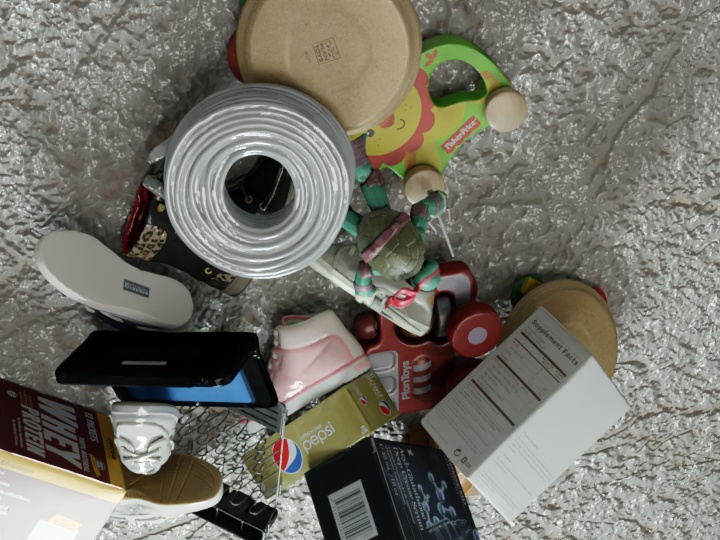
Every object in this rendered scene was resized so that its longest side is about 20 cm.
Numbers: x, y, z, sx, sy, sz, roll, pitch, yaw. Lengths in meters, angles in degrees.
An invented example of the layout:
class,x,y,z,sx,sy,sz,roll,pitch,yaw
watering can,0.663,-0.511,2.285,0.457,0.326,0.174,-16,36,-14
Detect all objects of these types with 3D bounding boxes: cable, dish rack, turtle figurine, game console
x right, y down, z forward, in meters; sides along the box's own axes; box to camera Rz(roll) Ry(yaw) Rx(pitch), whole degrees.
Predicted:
class,x,y,z,sx,sy,sz,roll,pitch,yaw
cable,-0.104,-0.091,1.525,0.200,0.069,0.200,42,108,-15
dish rack,-0.158,0.211,1.769,0.055,0.152,0.202,-41,146,-51
turtle figurine,0.033,-0.039,1.597,0.149,0.101,0.200,-42,89,0
game console,-0.207,0.130,1.628,0.197,0.176,0.118,-1,109,13

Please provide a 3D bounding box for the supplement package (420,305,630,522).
class,x,y,z,sx,sy,sz,roll,pitch,yaw
supplement package,0.192,0.167,1.734,0.200,0.117,0.117,-43,131,-1

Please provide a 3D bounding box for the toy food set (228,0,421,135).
class,x,y,z,sx,sy,sz,roll,pitch,yaw
toy food set,-0.036,-0.234,1.533,0.197,0.049,0.201,-32,111,14

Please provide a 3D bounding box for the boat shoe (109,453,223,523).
class,x,y,z,sx,sy,sz,roll,pitch,yaw
boat shoe,-0.243,0.268,1.782,0.197,0.071,0.070,-4,136,26

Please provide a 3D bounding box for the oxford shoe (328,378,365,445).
class,x,y,z,sx,sy,sz,roll,pitch,yaw
oxford shoe,-0.022,0.193,1.857,0.074,0.058,0.203,2,109,-27

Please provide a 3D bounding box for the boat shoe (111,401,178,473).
class,x,y,z,sx,sy,sz,roll,pitch,yaw
boat shoe,-0.239,0.191,1.664,0.070,0.070,0.200,4,164,1

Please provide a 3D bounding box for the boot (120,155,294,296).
class,x,y,z,sx,sy,sz,roll,pitch,yaw
boot,-0.161,-0.071,1.617,0.149,0.074,0.201,15,122,-28

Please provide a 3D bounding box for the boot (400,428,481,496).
class,x,y,z,sx,sy,sz,roll,pitch,yaw
boot,0.131,0.211,1.914,0.153,0.074,0.202,8,117,-19

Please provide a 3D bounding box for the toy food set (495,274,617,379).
class,x,y,z,sx,sy,sz,roll,pitch,yaw
toy food set,0.245,0.105,1.857,0.199,0.048,0.200,26,86,-31

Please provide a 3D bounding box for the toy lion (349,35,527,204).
class,x,y,z,sx,sy,sz,roll,pitch,yaw
toy lion,0.054,-0.180,1.630,0.200,0.069,0.191,-42,119,12

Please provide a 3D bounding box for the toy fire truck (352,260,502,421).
class,x,y,z,sx,sy,sz,roll,pitch,yaw
toy fire truck,0.074,0.088,1.781,0.166,0.112,0.202,-11,125,-13

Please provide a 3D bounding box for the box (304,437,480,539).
class,x,y,z,sx,sy,sz,roll,pitch,yaw
box,0.044,0.296,1.785,0.106,0.150,0.199,-29,156,23

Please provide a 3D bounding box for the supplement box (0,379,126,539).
class,x,y,z,sx,sy,sz,roll,pitch,yaw
supplement box,-0.407,0.253,1.707,0.196,0.133,0.201,23,113,-31

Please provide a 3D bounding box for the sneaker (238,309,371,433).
class,x,y,z,sx,sy,sz,roll,pitch,yaw
sneaker,-0.085,0.113,1.775,0.199,0.075,0.105,-32,90,32

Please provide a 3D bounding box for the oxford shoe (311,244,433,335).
class,x,y,z,sx,sy,sz,roll,pitch,yaw
oxford shoe,0.000,0.000,1.685,0.198,0.075,0.058,31,94,-1

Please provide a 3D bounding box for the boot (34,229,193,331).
class,x,y,z,sx,sy,sz,roll,pitch,yaw
boot,-0.284,0.022,1.614,0.199,0.074,0.090,30,149,-36

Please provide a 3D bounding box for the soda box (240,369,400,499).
class,x,y,z,sx,sy,sz,roll,pitch,yaw
soda box,-0.050,0.198,1.784,0.199,0.064,0.068,-37,173,35
